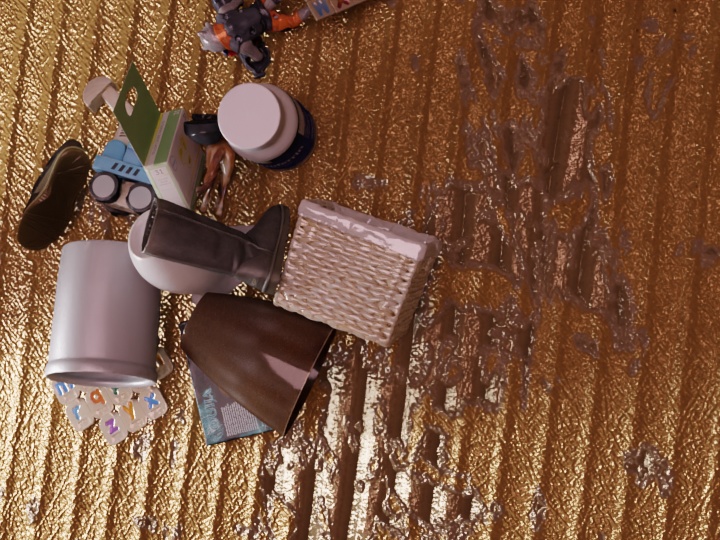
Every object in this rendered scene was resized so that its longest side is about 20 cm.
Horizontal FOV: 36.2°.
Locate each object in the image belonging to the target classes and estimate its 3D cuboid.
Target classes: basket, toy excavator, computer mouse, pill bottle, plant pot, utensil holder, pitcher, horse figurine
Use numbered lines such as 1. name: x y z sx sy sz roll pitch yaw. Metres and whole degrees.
1. basket: 0.000 0.000 1.625 0.198 0.198 0.163 19 96 10
2. toy excavator: -0.372 -0.192 1.760 0.192 0.100 0.202 17 79 9
3. computer mouse: -0.238 -0.216 1.680 0.058 0.200 0.034 -5 104 -6
4. pill bottle: -0.140 -0.216 1.652 0.114 0.200 0.117 0 89 11
5. plant pot: -0.160 0.118 1.639 0.198 0.187 0.189 25 93 4
6. utensil holder: -0.389 0.070 1.697 0.168 0.170 0.202 0 75 11
7. pitcher: -0.240 -0.033 1.660 0.171 0.200 0.122 -40 57 7
8. horse figurine: -0.219 -0.154 1.680 0.049 0.200 0.134 10 95 -8

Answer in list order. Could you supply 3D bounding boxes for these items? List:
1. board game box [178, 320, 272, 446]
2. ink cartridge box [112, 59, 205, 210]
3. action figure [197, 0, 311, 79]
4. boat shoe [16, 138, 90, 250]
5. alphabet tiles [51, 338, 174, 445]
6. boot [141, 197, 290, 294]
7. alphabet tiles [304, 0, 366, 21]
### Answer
1. board game box: -0.202 0.164 1.741 0.134 0.028 0.202 -14 87 10
2. ink cartridge box: -0.298 -0.201 1.663 0.047 0.146 0.201 -10 130 12
3. action figure: -0.177 -0.416 1.715 0.193 0.105 0.201 -37 87 -4
4. boat shoe: -0.495 -0.122 1.788 0.073 0.065 0.201 26 113 -28
5. alphabet tiles: -0.401 0.171 1.786 0.199 0.015 0.197 -33 83 8
6. boot: -0.203 -0.057 1.569 0.198 0.183 0.073 16 128 -11
7. alphabet tiles: -0.021 -0.489 1.689 0.199 0.008 0.168 -27 84 -18
